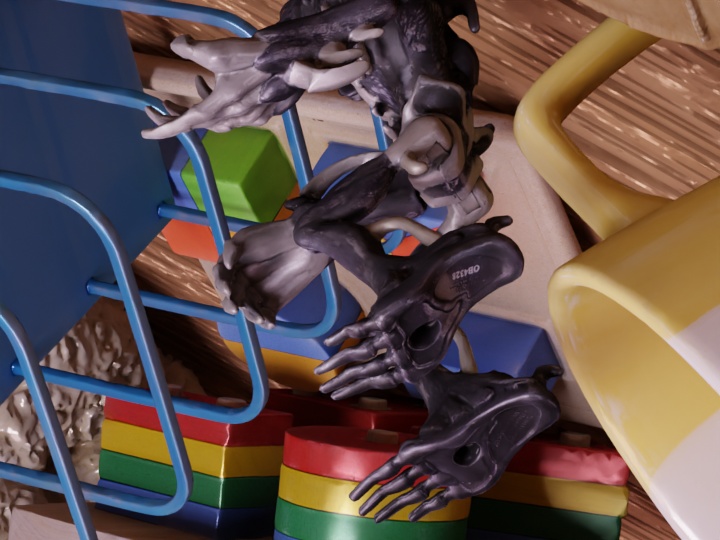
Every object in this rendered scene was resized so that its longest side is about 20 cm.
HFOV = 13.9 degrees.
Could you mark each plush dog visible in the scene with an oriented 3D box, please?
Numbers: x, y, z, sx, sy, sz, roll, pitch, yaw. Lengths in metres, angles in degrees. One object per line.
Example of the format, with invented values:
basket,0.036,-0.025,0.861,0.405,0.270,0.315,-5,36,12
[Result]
plush dog,-0.122,0.059,1.256,0.200,0.161,0.172,44,-175,39

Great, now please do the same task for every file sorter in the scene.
file sorter,-0.088,-0.008,0.936,0.122,0.200,0.139,11,133,30

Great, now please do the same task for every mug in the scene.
mug,0.145,0.001,0.798,0.187,0.153,0.149,55,170,-11

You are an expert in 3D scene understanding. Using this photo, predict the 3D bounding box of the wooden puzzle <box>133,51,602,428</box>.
wooden puzzle,0.000,0.000,1.083,0.185,0.046,0.200,11,151,32

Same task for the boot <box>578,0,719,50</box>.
boot,0.101,-0.125,0.724,0.175,0.066,0.200,28,158,31

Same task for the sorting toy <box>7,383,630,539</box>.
sorting toy,0.007,0.087,1.116,0.198,0.070,0.200,9,-176,43

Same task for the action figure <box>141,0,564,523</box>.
action figure,-0.007,-0.033,0.842,0.102,0.200,0.119,-20,135,6
